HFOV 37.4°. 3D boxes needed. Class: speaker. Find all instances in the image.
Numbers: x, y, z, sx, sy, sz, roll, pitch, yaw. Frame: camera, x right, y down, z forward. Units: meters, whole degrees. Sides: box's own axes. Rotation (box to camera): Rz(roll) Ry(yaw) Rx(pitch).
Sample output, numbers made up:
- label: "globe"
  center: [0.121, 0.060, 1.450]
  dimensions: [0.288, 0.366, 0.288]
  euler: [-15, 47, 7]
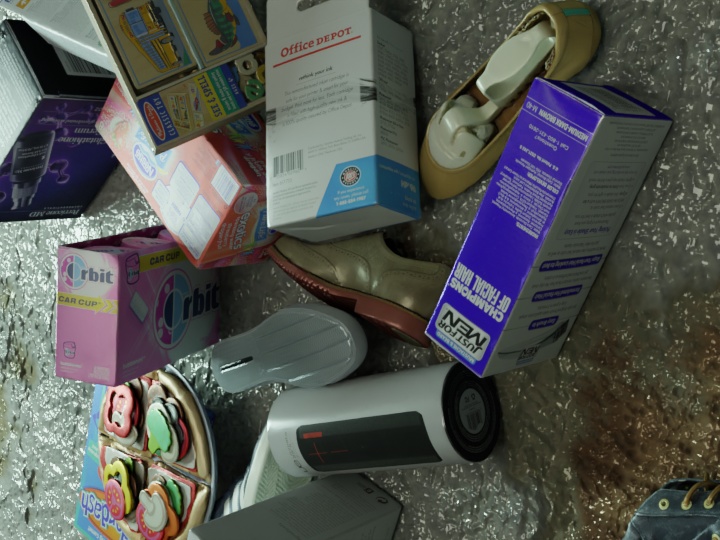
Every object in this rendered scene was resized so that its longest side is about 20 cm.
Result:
- label: "speaker"
  center: [0.015, 0.126, 0.887]
  dimensions: [0.198, 0.081, 0.083]
  euler: [-13, 86, 40]

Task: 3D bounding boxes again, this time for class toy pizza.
- label: "toy pizza"
  center: [-0.212, 0.187, 1.051]
  dimensions: [0.198, 0.031, 0.204]
  euler: [2, 93, 44]

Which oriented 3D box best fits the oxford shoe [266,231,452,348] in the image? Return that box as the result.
- label: "oxford shoe"
  center: [0.000, 0.000, 0.910]
  dimensions: [0.198, 0.070, 0.076]
  euler: [25, 82, 38]

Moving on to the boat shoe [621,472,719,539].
- label: "boat shoe"
  center: [0.242, 0.158, 0.699]
  dimensions: [0.091, 0.070, 0.202]
  euler: [42, 121, 25]

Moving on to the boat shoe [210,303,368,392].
- label: "boat shoe"
  center: [-0.058, 0.065, 0.942]
  dimensions: [0.198, 0.062, 0.073]
  euler: [-13, 95, 47]

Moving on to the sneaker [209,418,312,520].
- label: "sneaker"
  center: [-0.102, 0.213, 1.001]
  dimensions: [0.084, 0.074, 0.203]
  euler: [27, 107, 43]

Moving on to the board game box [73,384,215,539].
- label: "board game box"
  center: [-0.233, 0.215, 1.130]
  dimensions: [0.151, 0.045, 0.203]
  euler: [24, 110, 37]

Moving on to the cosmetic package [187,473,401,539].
- label: "cosmetic package"
  center: [-0.059, 0.245, 0.882]
  dimensions: [0.074, 0.198, 0.103]
  euler: [28, 111, 34]

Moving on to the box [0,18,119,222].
- label: "box"
  center: [-0.330, -0.151, 1.112]
  dimensions: [0.200, 0.147, 0.105]
  euler: [-46, 66, 34]

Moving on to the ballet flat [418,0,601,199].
- label: "ballet flat"
  center: [0.095, -0.129, 0.803]
  dimensions: [0.200, 0.063, 0.069]
  euler: [-48, 64, 33]

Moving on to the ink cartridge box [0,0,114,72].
- label: "ink cartridge box"
  center: [-0.221, -0.289, 1.008]
  dimensions: [0.199, 0.043, 0.197]
  euler: [27, 75, 37]

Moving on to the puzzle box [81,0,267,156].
- label: "puzzle box"
  center: [-0.161, -0.216, 0.916]
  dimensions: [0.202, 0.132, 0.025]
  euler: [64, 165, 1]

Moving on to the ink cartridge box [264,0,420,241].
- label: "ink cartridge box"
  center: [-0.016, -0.136, 0.876]
  dimensions: [0.115, 0.067, 0.204]
  euler: [-10, 76, 35]

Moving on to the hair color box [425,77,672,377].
- label: "hair color box"
  center: [0.131, -0.030, 0.752]
  dimensions: [0.065, 0.108, 0.203]
  euler: [35, 115, 32]

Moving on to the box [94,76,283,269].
- label: "box"
  center: [-0.149, -0.108, 0.994]
  dimensions: [0.201, 0.094, 0.103]
  euler: [50, 123, 26]

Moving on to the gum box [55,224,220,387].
- label: "gum box"
  center: [-0.197, 0.025, 0.987]
  dimensions: [0.065, 0.200, 0.116]
  euler: [7, 100, 19]
